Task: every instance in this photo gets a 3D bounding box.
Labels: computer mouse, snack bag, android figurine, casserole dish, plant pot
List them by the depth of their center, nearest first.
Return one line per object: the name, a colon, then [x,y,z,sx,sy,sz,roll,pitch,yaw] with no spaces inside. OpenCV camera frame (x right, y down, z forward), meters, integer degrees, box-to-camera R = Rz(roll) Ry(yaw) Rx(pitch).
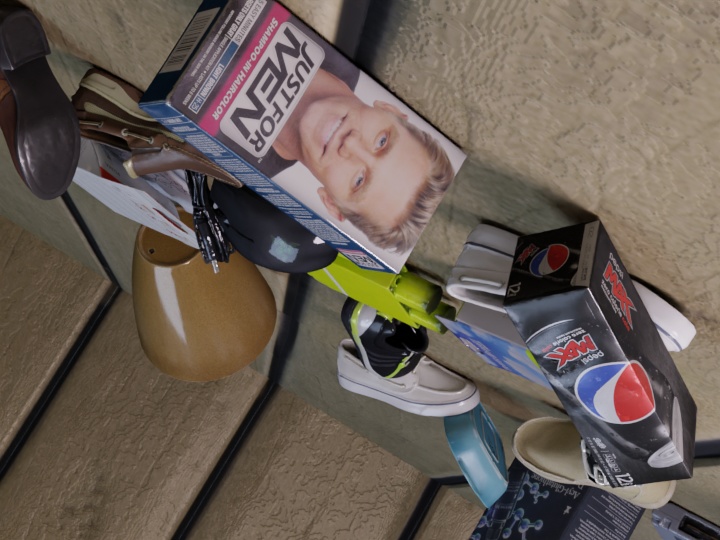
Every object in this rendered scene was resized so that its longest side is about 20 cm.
computer mouse: [-0.106,-0.042,1.461,0.200,0.053,0.139,16,127,40]
android figurine: [0.000,0.000,1.516,0.200,0.041,0.182,26,169,26]
snack bag: [-0.250,-0.117,1.751,0.200,0.021,0.189,22,167,43]
plant pot: [-0.214,0.013,1.899,0.186,0.187,0.200,27,156,23]
casserole dish: [0.149,0.219,1.914,0.121,0.039,0.200,59,-168,-15]

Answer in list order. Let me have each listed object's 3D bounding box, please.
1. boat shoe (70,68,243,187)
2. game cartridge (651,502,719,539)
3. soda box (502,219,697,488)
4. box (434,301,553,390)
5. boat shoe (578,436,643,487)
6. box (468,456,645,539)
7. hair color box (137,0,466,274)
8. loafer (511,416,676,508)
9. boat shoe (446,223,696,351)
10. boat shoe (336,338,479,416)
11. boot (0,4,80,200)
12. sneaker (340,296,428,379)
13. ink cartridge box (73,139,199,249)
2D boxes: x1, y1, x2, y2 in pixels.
boat shoe: [-0.194,-0.116,1.428,0.202,0.075,0.075,27,169,23]
game cartridge: [0.468,0.361,1.899,0.200,0.042,0.133,26,173,27]
soda box: [0.170,0.062,1.039,0.063,0.071,0.200,-13,129,28]
box: [0.175,0.076,1.336,0.200,0.048,0.122,22,167,40]
boat shoe: [0.238,0.166,1.393,0.073,0.068,0.199,9,-174,-9]
box: [0.244,0.319,1.882,0.107,0.200,0.148,37,168,-32]
hair color box: [-0.035,-0.093,0.995,0.200,0.100,0.060,36,168,-25]
loafer: [0.255,0.205,1.680,0.200,0.076,0.068,14,161,32]
boat shoe: [0.153,0.029,1.124,0.200,0.065,0.074,23,166,39]
boat shoe: [0.058,0.129,1.916,0.200,0.072,0.066,16,129,31]
boot: [-0.356,-0.170,1.465,0.200,0.068,0.189,16,130,53]
sneaker: [0.041,0.085,1.720,0.083,0.072,0.200,25,168,29]
ink cartridge box: [-0.255,-0.094,1.699,0.200,0.047,0.160,20,166,38]
